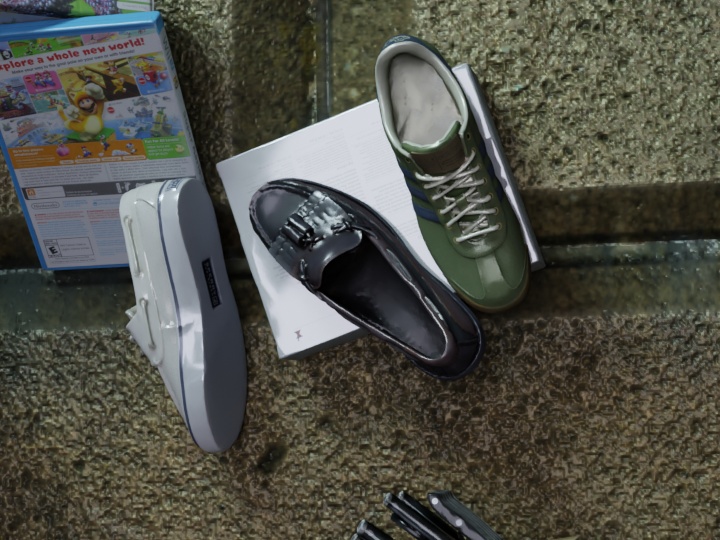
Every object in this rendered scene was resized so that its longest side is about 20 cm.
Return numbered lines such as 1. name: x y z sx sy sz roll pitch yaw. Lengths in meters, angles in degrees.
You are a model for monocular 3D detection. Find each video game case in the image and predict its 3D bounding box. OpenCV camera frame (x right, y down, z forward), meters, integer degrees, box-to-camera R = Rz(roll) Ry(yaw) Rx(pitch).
1. video game case: -0.189 -0.088 1.177 0.142 0.018 0.201 -2 125 13

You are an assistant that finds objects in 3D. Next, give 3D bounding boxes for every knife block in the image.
1. knife block: 0.075 0.246 1.123 0.174 0.064 0.201 -12 82 13

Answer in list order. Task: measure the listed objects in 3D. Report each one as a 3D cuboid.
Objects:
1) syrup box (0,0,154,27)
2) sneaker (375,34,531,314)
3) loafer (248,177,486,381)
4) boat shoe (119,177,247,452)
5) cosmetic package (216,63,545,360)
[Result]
1. syrup box: -0.250 -0.212 1.146 0.199 0.079 0.082 2 81 -20
2. sneaker: 0.055 -0.066 1.092 0.067 0.090 0.201 -22 82 9
3. loafer: 0.000 0.000 1.111 0.200 0.063 0.072 39 98 16
4. boat shoe: -0.134 0.034 1.179 0.069 0.071 0.201 -5 104 25
5. cosmetic package: 0.014 -0.039 1.171 0.199 0.052 0.152 -20 79 11
